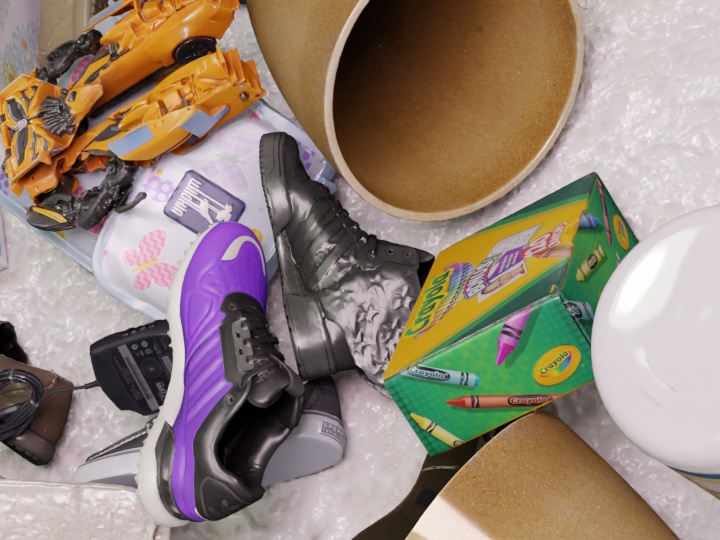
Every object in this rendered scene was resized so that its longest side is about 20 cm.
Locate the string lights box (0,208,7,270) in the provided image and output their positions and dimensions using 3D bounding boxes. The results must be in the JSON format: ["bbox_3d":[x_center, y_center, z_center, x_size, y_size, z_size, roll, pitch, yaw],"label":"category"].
[{"bbox_3d":[-0.374,-0.004,1.739,0.200,0.103,0.059,-24,59,22],"label":"string lights box"}]

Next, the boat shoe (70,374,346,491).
[{"bbox_3d":[-0.101,0.109,1.540,0.200,0.070,0.066,-18,54,26],"label":"boat shoe"}]

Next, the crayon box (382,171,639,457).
[{"bbox_3d":[0.093,0.022,1.380,0.119,0.058,0.200,-28,14,21],"label":"crayon box"}]

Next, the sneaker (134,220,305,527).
[{"bbox_3d":[-0.072,0.063,1.459,0.099,0.070,0.200,-9,64,42],"label":"sneaker"}]

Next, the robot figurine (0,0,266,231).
[{"bbox_3d":[-0.160,-0.113,1.519,0.200,0.058,0.145,-29,56,21],"label":"robot figurine"}]

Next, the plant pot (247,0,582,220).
[{"bbox_3d":[0.013,-0.156,1.511,0.187,0.186,0.200,-54,38,3],"label":"plant pot"}]

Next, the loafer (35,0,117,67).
[{"bbox_3d":[-0.212,-0.234,1.744,0.067,0.076,0.200,-8,67,24],"label":"loafer"}]

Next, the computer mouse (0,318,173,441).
[{"bbox_3d":[-0.181,0.074,1.559,0.200,0.059,0.034,-16,20,25],"label":"computer mouse"}]

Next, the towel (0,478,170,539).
[{"bbox_3d":[-0.223,0.202,1.516,0.200,0.034,0.133,2,94,-2],"label":"towel"}]

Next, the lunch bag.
[{"bbox_3d":[-0.129,-0.062,1.593,0.200,0.127,0.170,37,94,26],"label":"lunch bag"}]

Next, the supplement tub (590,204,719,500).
[{"bbox_3d":[0.227,0.061,1.260,0.144,0.200,0.145,-13,64,28],"label":"supplement tub"}]

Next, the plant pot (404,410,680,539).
[{"bbox_3d":[0.130,0.211,1.294,0.200,0.186,0.187,36,92,23],"label":"plant pot"}]

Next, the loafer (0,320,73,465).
[{"bbox_3d":[-0.271,0.067,1.673,0.200,0.073,0.071,32,80,33],"label":"loafer"}]

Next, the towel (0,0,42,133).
[{"bbox_3d":[-0.282,-0.206,1.703,0.048,0.200,0.171,-7,66,17],"label":"towel"}]

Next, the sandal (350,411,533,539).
[{"bbox_3d":[0.046,0.166,1.434,0.082,0.055,0.200,22,70,31],"label":"sandal"}]

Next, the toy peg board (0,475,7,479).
[{"bbox_3d":[-0.336,0.197,1.589,0.199,0.200,0.098,-57,34,2],"label":"toy peg board"}]

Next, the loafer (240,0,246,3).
[{"bbox_3d":[-0.133,-0.260,1.663,0.200,0.073,0.071,28,68,6],"label":"loafer"}]

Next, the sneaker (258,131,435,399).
[{"bbox_3d":[0.000,-0.001,1.492,0.104,0.060,0.200,-11,72,1],"label":"sneaker"}]
